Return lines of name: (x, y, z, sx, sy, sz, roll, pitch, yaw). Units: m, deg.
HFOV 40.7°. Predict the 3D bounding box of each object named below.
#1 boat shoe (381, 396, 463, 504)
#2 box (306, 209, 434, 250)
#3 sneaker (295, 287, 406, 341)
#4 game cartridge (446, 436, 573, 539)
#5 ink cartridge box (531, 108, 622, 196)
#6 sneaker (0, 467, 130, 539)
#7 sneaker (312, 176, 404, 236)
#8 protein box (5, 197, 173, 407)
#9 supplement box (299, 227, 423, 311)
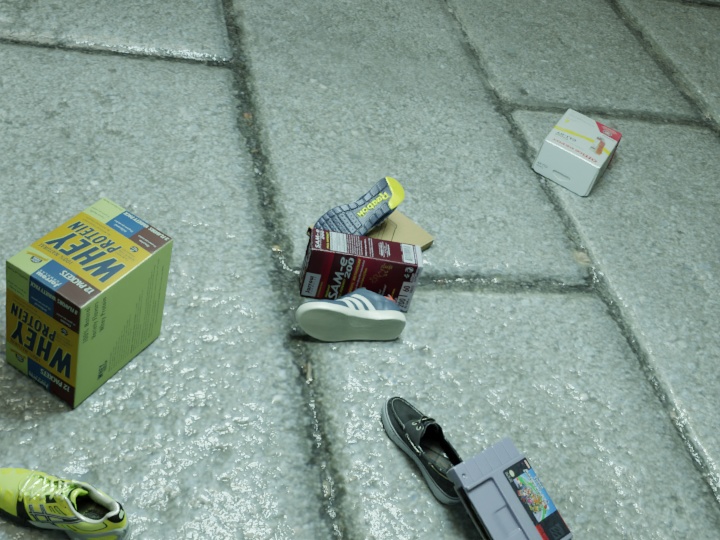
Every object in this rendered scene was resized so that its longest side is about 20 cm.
boat shoe: (0.099, 0.255, 1.457, 0.069, 0.067, 0.201, -9, 46, -29)
box: (0.020, -0.065, 1.837, 0.163, 0.022, 0.199, 39, 44, 24)
sneaker: (-0.022, 0.066, 1.629, 0.197, 0.076, 0.085, 9, 40, -28)
game cartridge: (0.220, 0.347, 1.378, 0.128, 0.038, 0.202, -21, 72, -34)
ink cartridge box: (0.497, -0.272, 2.220, 0.144, 0.084, 0.200, 29, 40, 13)
sneaker: (-0.379, 0.285, 1.223, 0.197, 0.077, 0.076, 18, 40, 2)
sneaker: (-0.006, -0.094, 1.794, 0.198, 0.082, 0.075, -31, 84, -22)
protein box: (-0.392, 0.043, 1.403, 0.133, 0.201, 0.200, 29, 40, 14)
supplement box: (0.000, 0.000, 1.683, 0.196, 0.110, 0.061, 9, 39, -11)
